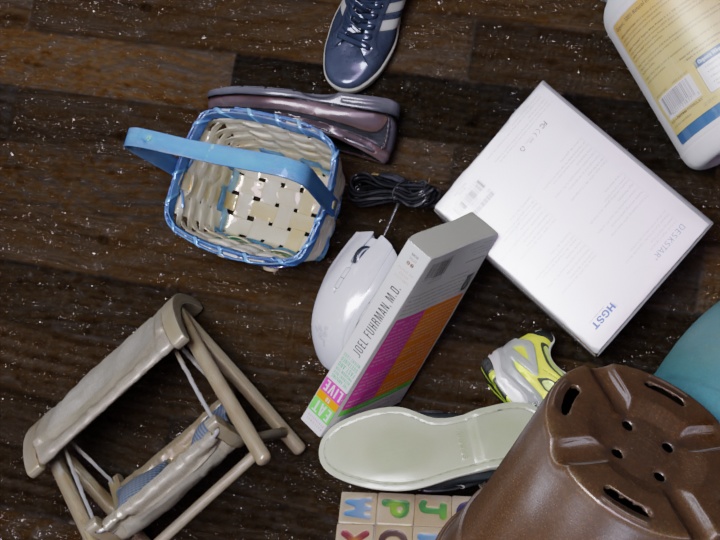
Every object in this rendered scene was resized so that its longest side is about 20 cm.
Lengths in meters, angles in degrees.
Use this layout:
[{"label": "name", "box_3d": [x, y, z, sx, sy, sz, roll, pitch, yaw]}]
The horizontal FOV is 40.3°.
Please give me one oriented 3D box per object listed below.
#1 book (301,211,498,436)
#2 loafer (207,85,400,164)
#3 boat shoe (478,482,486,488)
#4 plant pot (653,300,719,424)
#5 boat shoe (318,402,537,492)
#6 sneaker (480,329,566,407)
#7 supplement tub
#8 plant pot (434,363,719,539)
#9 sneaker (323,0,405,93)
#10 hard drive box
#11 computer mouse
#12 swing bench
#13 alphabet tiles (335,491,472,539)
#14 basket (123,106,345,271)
[{"label": "book", "box_3d": [0.035, 0.049, 0.861, 0.048, 0.133, 0.202, 40, 118, 17]}, {"label": "loafer", "box_3d": [-0.060, -0.144, 0.973, 0.196, 0.072, 0.064, 5, 90, 9]}, {"label": "boat shoe", "box_3d": [0.157, 0.214, 0.891, 0.072, 0.065, 0.201, -42, 78, 5]}, {"label": "plant pot", "box_3d": [0.346, 0.097, 0.809, 0.198, 0.200, 0.189, 32, 76, 13]}, {"label": "boat shoe", "box_3d": [0.064, 0.157, 0.852, 0.196, 0.066, 0.076, -12, 61, 2]}, {"label": "sneaker", "box_3d": [0.196, 0.142, 0.887, 0.076, 0.075, 0.201, -38, 84, -4]}, {"label": "supplement tub", "box_3d": [0.304, -0.208, 0.862, 0.143, 0.145, 0.202, -29, 80, 7]}, {"label": "plant pot", "box_3d": [0.171, 0.191, 0.718, 0.198, 0.200, 0.200, 30, 129, 13]}, {"label": "sneaker", "box_3d": [0.012, -0.276, 0.961, 0.074, 0.084, 0.203, 22, 89, 13]}, {"label": "hard drive box", "box_3d": [0.192, -0.045, 0.904, 0.200, 0.077, 0.156, 43, 94, 13]}, {"label": "computer mouse", "box_3d": [0.000, 0.000, 0.941, 0.109, 0.044, 0.203, 21, 90, 42]}, {"label": "swing bench", "box_3d": [-0.197, 0.158, 0.939, 0.198, 0.130, 0.201, -42, 78, 5]}, {"label": "alphabet tiles", "box_3d": [0.056, 0.264, 0.792, 0.164, 0.202, 0.008, 1, 129, 5]}, {"label": "basket", "box_3d": [-0.099, -0.078, 0.900, 0.174, 0.200, 0.141, 15, 79, 20]}]
